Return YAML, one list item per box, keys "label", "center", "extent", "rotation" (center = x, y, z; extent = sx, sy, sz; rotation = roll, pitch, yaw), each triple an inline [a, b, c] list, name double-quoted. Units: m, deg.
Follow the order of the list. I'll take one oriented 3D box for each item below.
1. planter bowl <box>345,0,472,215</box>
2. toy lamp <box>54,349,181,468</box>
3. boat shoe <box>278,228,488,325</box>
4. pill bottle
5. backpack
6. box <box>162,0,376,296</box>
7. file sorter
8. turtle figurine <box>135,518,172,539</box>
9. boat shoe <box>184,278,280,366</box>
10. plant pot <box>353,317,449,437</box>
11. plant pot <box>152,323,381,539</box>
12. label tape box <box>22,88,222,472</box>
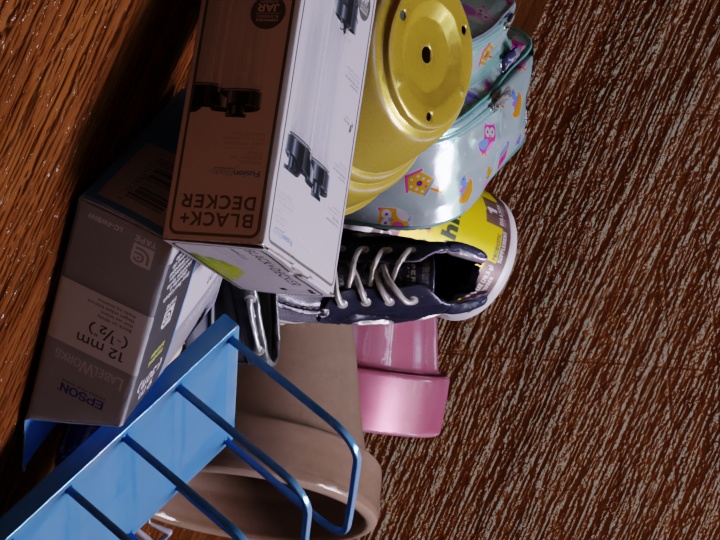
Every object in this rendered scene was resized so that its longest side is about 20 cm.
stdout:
- label: "planter bowl"
  center: [0.012, -0.132, 1.243]
  extent: [0.200, 0.083, 0.203]
  rotation: [-6, 97, -52]
- label: "toy lamp"
  center: [-0.141, 0.068, 1.305]
  extent: [0.201, 0.058, 0.059]
  rotation: [-62, 173, -50]
- label: "boat shoe"
  center: [0.000, 0.000, 1.381]
  extent: [0.199, 0.092, 0.076]
  rotation: [-1, 88, -43]
- label: "pill bottle"
  center: [0.021, -0.040, 1.585]
  extent: [0.109, 0.199, 0.110]
  rotation: [-29, -131, 42]
- label: "backpack"
  center: [0.023, -0.121, 1.437]
  extent: [0.200, 0.174, 0.154]
  rotation: [-57, 155, -46]
- label: "box"
  center: [-0.045, -0.096, 1.095]
  extent: [0.117, 0.060, 0.202]
  rotation: [35, 61, -68]
- label: "file sorter"
  center: [-0.107, 0.158, 1.205]
  extent: [0.200, 0.122, 0.139]
  rotation: [-43, 160, -28]
- label: "turtle figurine"
  center: [-0.171, 0.223, 1.362]
  extent: [0.101, 0.149, 0.201]
  rotation: [-43, 126, -20]
- label: "boat shoe"
  center: [-0.072, -0.032, 1.265]
  extent: [0.074, 0.067, 0.201]
  rotation: [-41, 138, -67]
- label: "plant pot"
  center: [-0.014, 0.037, 1.723]
  extent: [0.200, 0.198, 0.181]
  rotation: [-2, 101, -83]
- label: "plant pot"
  center: [-0.074, 0.090, 1.456]
  extent: [0.201, 0.198, 0.176]
  rotation: [98, -1, -68]
- label: "label tape box"
  center: [-0.127, 0.015, 1.171]
  extent: [0.144, 0.066, 0.201]
  rotation: [-57, 167, -55]
